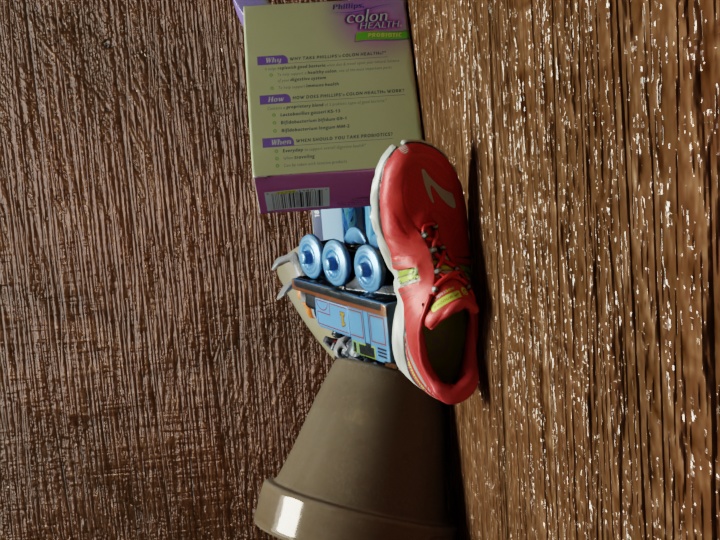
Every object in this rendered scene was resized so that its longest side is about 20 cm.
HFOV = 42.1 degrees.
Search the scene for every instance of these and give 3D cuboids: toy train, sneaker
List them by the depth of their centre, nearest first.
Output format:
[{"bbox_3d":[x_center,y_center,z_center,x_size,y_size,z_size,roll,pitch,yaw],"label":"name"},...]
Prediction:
[{"bbox_3d":[0.060,0.003,0.686,0.085,0.076,0.202,-137,35,-69],"label":"sneaker"},{"bbox_3d":[0.003,0.022,0.938,0.199,0.086,0.116,12,108,55],"label":"toy train"}]

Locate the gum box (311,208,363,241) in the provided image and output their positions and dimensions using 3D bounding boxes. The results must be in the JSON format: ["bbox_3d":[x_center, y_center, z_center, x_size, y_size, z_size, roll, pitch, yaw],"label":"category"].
[{"bbox_3d":[-0.008,-0.135,1.170,0.200,0.044,0.172,-38,-52,-63],"label":"gum box"}]

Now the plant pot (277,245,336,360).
[{"bbox_3d":[-0.040,0.062,1.764,0.188,0.185,0.202,92,158,-66],"label":"plant pot"}]

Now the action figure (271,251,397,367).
[{"bbox_3d":[-0.012,0.056,1.140,0.105,0.193,0.200,-55,19,-3],"label":"action figure"}]

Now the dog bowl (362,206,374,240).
[{"bbox_3d":[0.032,-0.036,1.066,0.112,0.049,0.202,93,173,-66],"label":"dog bowl"}]

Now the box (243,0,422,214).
[{"bbox_3d":[-0.031,-0.175,0.995,0.097,0.174,0.202,96,169,-71],"label":"box"}]

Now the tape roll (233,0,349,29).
[{"bbox_3d":[-0.066,-0.368,1.173,0.085,0.198,0.202,163,102,-87],"label":"tape roll"}]

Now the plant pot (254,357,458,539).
[{"bbox_3d":[0.011,0.183,0.913,0.200,0.198,0.176,111,173,-83],"label":"plant pot"}]
